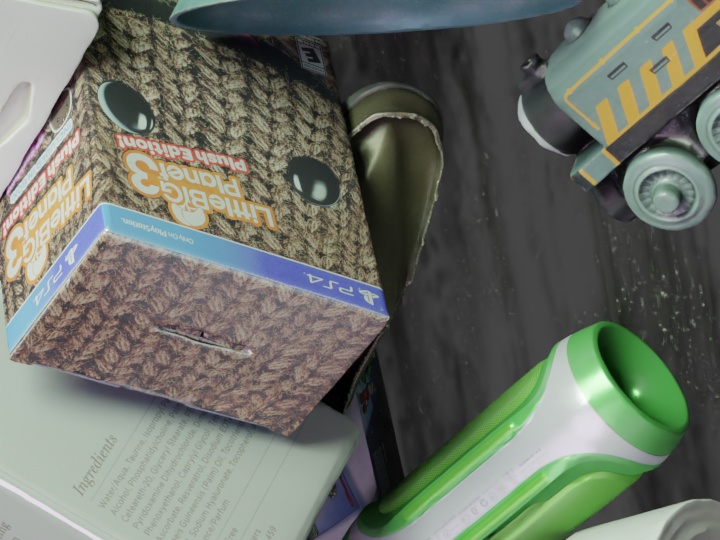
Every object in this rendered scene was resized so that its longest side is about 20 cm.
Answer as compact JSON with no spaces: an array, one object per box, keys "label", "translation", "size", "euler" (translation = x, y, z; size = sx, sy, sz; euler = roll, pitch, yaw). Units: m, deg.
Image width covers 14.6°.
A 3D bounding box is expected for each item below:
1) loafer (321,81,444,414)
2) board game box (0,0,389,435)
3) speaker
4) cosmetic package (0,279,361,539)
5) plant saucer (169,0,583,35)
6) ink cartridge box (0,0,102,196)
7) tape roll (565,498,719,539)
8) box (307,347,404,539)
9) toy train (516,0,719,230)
[{"label":"loafer","translation":[0.000,0.000,1.470],"size":[0.075,0.070,0.200],"euler":[11,109,-20]},{"label":"board game box","translation":[-0.091,-0.039,1.400],"size":[0.159,0.200,0.097],"euler":[17,131,-30]},{"label":"speaker","translation":[0.079,0.115,1.500],"size":[0.088,0.088,0.200],"euler":[46,116,-4]},{"label":"cosmetic package","translation":[-0.139,0.125,1.433],"size":[0.200,0.166,0.167],"euler":[32,131,-2]},{"label":"plant saucer","translation":[0.007,-0.141,1.359],"size":[0.200,0.200,0.036],"euler":[-3,89,27]},{"label":"ink cartridge box","translation":[-0.224,-0.141,1.386],"size":[0.145,0.087,0.200],"euler":[-56,49,30]},{"label":"tape roll","translation":[0.171,0.222,1.460],"size":[0.071,0.202,0.203],"euler":[-20,106,32]},{"label":"box","translation":[-0.055,0.066,1.582],"size":[0.137,0.038,0.200],"euler":[0,116,26]},{"label":"toy train","translation":[0.164,-0.105,1.348],"size":[0.114,0.085,0.200],"euler":[40,128,-10]}]
